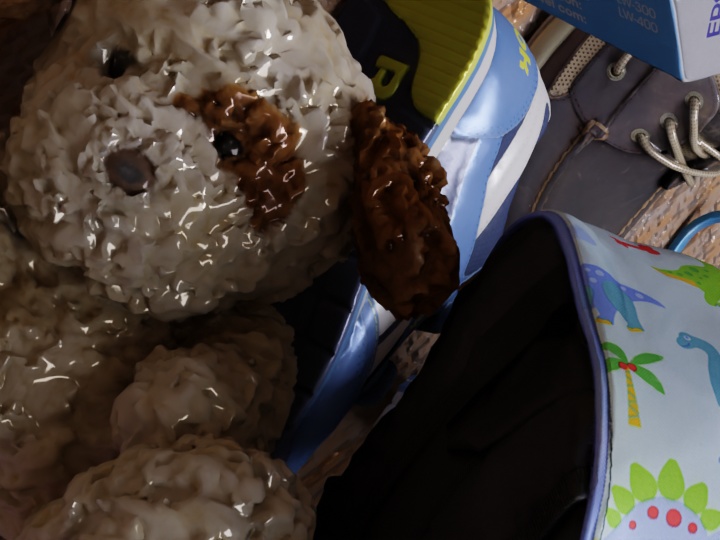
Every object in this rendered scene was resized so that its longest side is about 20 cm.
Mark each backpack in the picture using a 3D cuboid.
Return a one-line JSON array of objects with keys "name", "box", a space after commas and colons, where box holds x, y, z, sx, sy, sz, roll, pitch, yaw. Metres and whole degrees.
[{"name": "backpack", "box": [0.064, 0.095, 0.702, 0.146, 0.184, 0.201, 14, 125, -16]}]

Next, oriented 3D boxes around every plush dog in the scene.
[{"name": "plush dog", "box": [-0.062, -0.005, 0.737, 0.172, 0.199, 0.160, -56, 171, 8]}]

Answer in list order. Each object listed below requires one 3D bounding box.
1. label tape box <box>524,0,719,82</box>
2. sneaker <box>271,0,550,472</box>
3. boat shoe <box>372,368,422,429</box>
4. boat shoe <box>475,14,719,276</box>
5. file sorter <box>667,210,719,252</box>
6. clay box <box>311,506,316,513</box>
[{"name": "label tape box", "box": [0.074, -0.116, 0.814, 0.199, 0.143, 0.067, -18, 128, -40]}, {"name": "sneaker", "box": [0.000, 0.000, 0.872, 0.201, 0.074, 0.082, -57, 145, 1]}, {"name": "boat shoe", "box": [0.052, 0.050, 0.906, 0.073, 0.072, 0.200, -51, 177, -3]}, {"name": "boat shoe", "box": [0.106, -0.068, 0.940, 0.074, 0.073, 0.201, 17, 102, -51]}, {"name": "file sorter", "box": [0.168, 0.064, 1.051, 0.123, 0.138, 0.200, -54, 142, -11]}, {"name": "clay box", "box": [-0.086, 0.144, 0.847, 0.199, 0.048, 0.115, -34, 139, -2]}]
